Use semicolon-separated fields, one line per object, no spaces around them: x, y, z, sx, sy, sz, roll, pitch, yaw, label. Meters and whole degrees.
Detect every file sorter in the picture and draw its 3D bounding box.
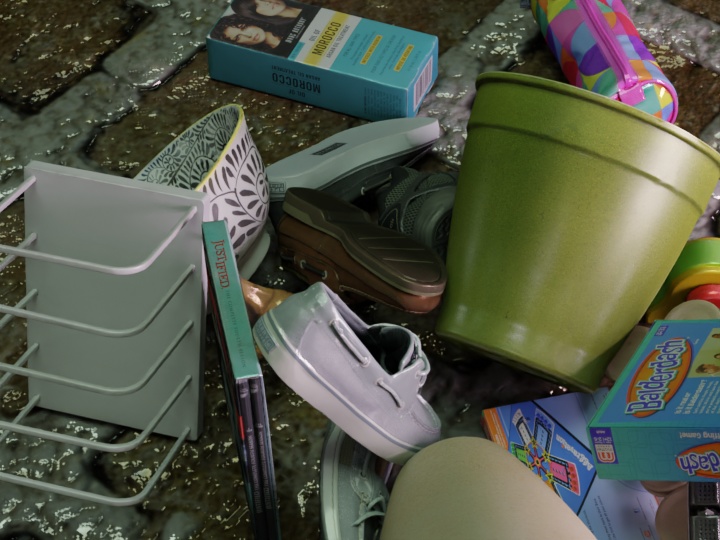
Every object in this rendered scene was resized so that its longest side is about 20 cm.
-0.194;0.048;1.209;0.138;0.201;0.125;11;29;12;file sorter

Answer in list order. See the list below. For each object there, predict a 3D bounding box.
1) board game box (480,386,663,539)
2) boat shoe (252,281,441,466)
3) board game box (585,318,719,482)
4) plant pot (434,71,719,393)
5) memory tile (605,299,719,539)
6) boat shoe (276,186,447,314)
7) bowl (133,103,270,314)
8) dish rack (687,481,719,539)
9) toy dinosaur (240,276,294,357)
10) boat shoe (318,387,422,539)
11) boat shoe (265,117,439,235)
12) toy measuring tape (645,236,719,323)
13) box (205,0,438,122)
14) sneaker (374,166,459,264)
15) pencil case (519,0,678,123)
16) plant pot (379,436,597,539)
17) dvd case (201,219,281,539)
0.162;0.173;1.227;0.102;0.020;0.201;-9;47;-9;board game box
0.010;0.069;1.146;0.071;0.201;0.070;-38;48;12;boat shoe
0.271;0.084;1.144;0.199;0.045;0.152;-2;27;32;board game box
0.145;-0.019;1.268;0.199;0.200;0.194;20;86;19;plant pot
0.261;0.101;1.227;0.152;0.017;0.201;-26;47;14;memory tile
0.000;0.000;1.297;0.071;0.069;0.200;6;18;-31;boat shoe
-0.133;-0.027;1.348;0.200;0.094;0.201;-40;21;18;bowl
0.308;0.194;1.106;0.198;0.055;0.155;-4;75;20;dish rack
-0.069;0.033;1.290;0.199;0.106;0.061;30;31;-32;toy dinosaur
0.005;0.145;1.222;0.064;0.075;0.203;4;39;5;boat shoe
-0.008;-0.082;1.442;0.068;0.057;0.199;10;26;45;boat shoe
0.237;0.006;1.347;0.198;0.074;0.074;3;47;4;toy measuring tape
-0.035;-0.195;1.556;0.198;0.049;0.083;16;49;16;box
0.088;-0.060;1.406;0.199;0.077;0.114;-24;30;-38;sneaker
0.214;-0.199;1.531;0.088;0.089;0.201;-12;48;-10;pencil case
0.083;0.207;1.108;0.186;0.189;0.200;-8;33;-6;plant pot
-0.083;0.085;1.191;0.022;0.201;0.147;-9;46;-8;dvd case
